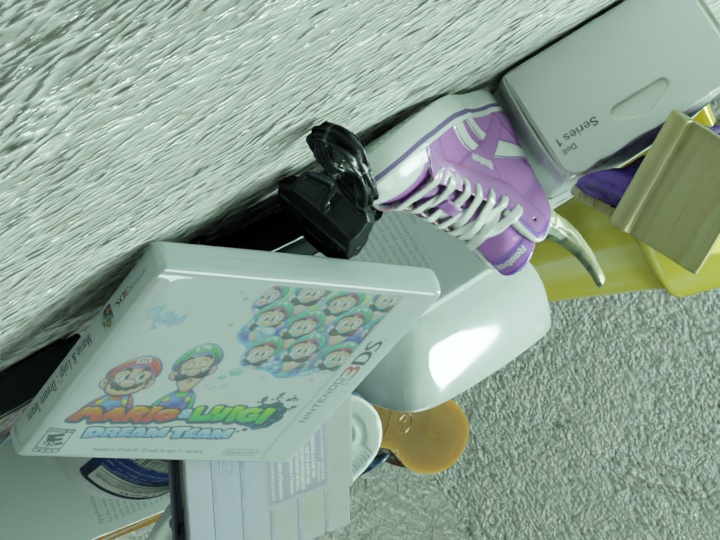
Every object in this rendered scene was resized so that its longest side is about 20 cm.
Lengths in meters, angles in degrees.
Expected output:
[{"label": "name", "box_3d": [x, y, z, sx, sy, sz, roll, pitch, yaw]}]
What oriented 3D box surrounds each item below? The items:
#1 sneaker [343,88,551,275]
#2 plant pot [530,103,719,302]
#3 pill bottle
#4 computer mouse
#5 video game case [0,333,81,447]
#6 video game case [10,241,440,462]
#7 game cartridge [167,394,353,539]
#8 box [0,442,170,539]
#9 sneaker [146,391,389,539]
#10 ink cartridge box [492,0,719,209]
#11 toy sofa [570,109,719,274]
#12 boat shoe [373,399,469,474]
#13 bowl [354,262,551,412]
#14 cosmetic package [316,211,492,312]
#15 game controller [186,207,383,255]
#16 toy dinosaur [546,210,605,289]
[{"label": "sneaker", "box_3d": [0.063, -0.046, 1.334, 0.073, 0.115, 0.200, -32, 176, 30]}, {"label": "plant pot", "box_3d": [0.198, -0.061, 1.761, 0.188, 0.202, 0.201, -20, -179, 19]}, {"label": "pill bottle", "box_3d": [-0.146, 0.097, 1.497, 0.111, 0.111, 0.200, -30, 176, -29]}, {"label": "computer mouse", "box_3d": [-0.011, -0.048, 1.188, 0.034, 0.059, 0.200, -48, 176, -13]}, {"label": "video game case", "box_3d": [-0.276, 0.118, 1.363, 0.200, 0.026, 0.181, -30, 176, -30]}, {"label": "video game case", "box_3d": [-0.078, 0.053, 1.265, 0.199, 0.024, 0.182, 6, 139, -38]}, {"label": "game cartridge", "box_3d": [-0.065, 0.097, 1.390, 0.129, 0.201, 0.038, -21, -144, -30]}, {"label": "box", "box_3d": [-0.217, 0.165, 1.681, 0.199, 0.098, 0.124, -21, 174, -10]}, {"label": "sneaker", "box_3d": [-0.072, 0.157, 1.538, 0.200, 0.081, 0.146, -39, -176, -10]}, {"label": "ink cartridge box", "box_3d": [0.164, -0.115, 1.479, 0.146, 0.085, 0.200, -32, 175, -7]}, {"label": "toy sofa", "box_3d": [0.216, -0.067, 1.408, 0.083, 0.097, 0.200, -60, 166, 17]}, {"label": "boat shoe", "box_3d": [0.014, 0.119, 1.790, 0.200, 0.070, 0.071, 24, 87, -52]}, {"label": "bowl", "box_3d": [0.025, 0.016, 1.650, 0.199, 0.075, 0.199, 19, -147, 36]}, {"label": "cosmetic package", "box_3d": [0.000, 0.000, 1.521, 0.200, 0.102, 0.071, -31, 176, 3]}, {"label": "game controller", "box_3d": [-0.062, -0.018, 1.325, 0.104, 0.042, 0.200, -16, -173, 39]}, {"label": "toy dinosaur", "box_3d": [0.125, -0.064, 1.644, 0.088, 0.199, 0.047, -59, -154, 13]}]
